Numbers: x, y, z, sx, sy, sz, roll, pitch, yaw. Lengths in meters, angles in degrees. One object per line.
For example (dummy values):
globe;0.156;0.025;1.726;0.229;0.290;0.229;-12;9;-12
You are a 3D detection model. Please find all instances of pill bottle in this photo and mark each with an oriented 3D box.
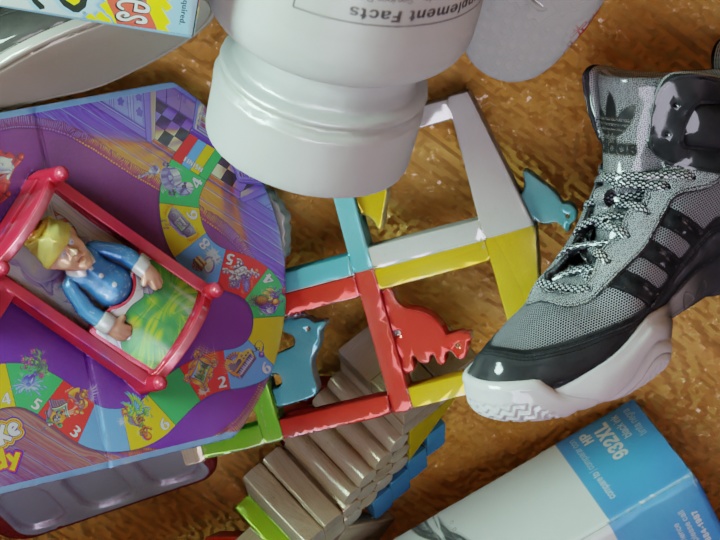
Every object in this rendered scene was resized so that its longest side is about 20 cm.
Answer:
pill bottle;-0.002;-0.136;1.128;0.114;0.114;0.200;10;122;-6

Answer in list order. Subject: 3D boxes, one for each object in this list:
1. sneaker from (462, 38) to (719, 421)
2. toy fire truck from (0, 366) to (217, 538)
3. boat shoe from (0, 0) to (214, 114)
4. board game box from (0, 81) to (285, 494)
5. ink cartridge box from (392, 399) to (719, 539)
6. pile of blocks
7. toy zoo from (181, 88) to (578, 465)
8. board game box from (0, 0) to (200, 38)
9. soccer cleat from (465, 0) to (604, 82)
sneaker;0.108;-0.024;1.187;0.200;0.075;0.114;-33;116;-30
toy fire truck;-0.185;0.079;1.281;0.200;0.112;0.168;-21;139;14
boat shoe;-0.159;-0.096;1.188;0.200;0.057;0.067;-23;160;10
board game box;-0.116;0.006;1.173;0.200;0.039;0.158;-12;91;-24
ink cartridge box;0.084;0.179;1.319;0.200;0.084;0.145;-30;120;-2
pile of blocks;-0.019;0.094;1.320;0.062;0.082;0.200;45;109;22
toy zoo;0.000;0.000;1.240;0.200;0.020;0.131;-14;95;9
board game box;-0.155;-0.175;1.110;0.200;0.105;0.103;9;122;-6
soccer cleat;0.091;-0.154;1.134;0.069;0.085;0.200;20;120;-13
